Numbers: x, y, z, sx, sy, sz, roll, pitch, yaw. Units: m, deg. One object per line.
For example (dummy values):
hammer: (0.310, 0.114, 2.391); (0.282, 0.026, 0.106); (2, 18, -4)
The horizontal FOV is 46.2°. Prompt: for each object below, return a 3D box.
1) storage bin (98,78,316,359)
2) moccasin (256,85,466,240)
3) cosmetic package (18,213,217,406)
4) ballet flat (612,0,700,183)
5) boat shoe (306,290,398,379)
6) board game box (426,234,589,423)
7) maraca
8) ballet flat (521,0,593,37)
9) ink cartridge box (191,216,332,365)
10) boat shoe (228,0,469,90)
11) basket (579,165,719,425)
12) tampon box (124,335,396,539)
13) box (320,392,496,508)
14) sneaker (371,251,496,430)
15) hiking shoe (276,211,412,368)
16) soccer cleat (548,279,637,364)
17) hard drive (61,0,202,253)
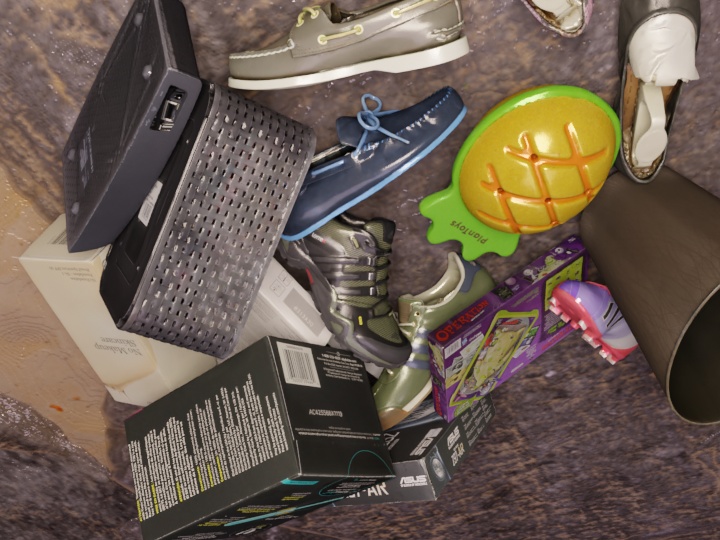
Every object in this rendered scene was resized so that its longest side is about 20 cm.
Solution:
storage bin: (-0.131, -0.047, 0.695); (0.093, 0.135, 0.202); (21, 95, -29)
moccasin: (-0.003, -0.103, 0.727); (0.199, 0.081, 0.069); (-35, 104, 4)
cosmetic package: (-0.236, 0.043, 0.840); (0.102, 0.073, 0.201); (2, 131, 30)
ballet flat: (0.250, -0.158, 0.706); (0.067, 0.069, 0.202); (-5, 133, 4)
boat shoe: (0.012, 0.068, 0.918); (0.199, 0.071, 0.070); (38, 93, -25)
board game box: (0.154, 0.059, 0.860); (0.199, 0.032, 0.121); (-32, 134, -21)
maraca: (0.140, -0.081, 0.747); (0.136, 0.108, 0.200); (26, 127, -25)
ballet flat: (0.111, -0.247, 0.617); (0.069, 0.072, 0.199); (-35, 125, 28)
ink cartridge box: (-0.139, 0.046, 0.875); (0.161, 0.050, 0.199); (46, 139, -12)
boat shoe: (-0.016, -0.185, 0.673); (0.199, 0.072, 0.061); (-6, 112, 14)
basket: (0.289, 0.000, 0.752); (0.134, 0.201, 0.182); (-3, 127, -14)
tampon box: (-0.098, 0.167, 0.802); (0.199, 0.128, 0.149); (-29, 153, 28)
box: (0.042, 0.187, 0.916); (0.159, 0.200, 0.044); (-13, 99, 30)
sneaker: (0.058, 0.065, 0.872); (0.200, 0.067, 0.090); (-44, 111, -6)
hiking shoe: (0.000, 0.000, 0.800); (0.100, 0.076, 0.201); (-34, 97, 20)
soccer cleat: (0.250, 0.039, 0.863); (0.077, 0.067, 0.200); (-50, 145, 4)
hard drive: (-0.190, -0.120, 0.685); (0.042, 0.136, 0.200); (13, 133, -35)
